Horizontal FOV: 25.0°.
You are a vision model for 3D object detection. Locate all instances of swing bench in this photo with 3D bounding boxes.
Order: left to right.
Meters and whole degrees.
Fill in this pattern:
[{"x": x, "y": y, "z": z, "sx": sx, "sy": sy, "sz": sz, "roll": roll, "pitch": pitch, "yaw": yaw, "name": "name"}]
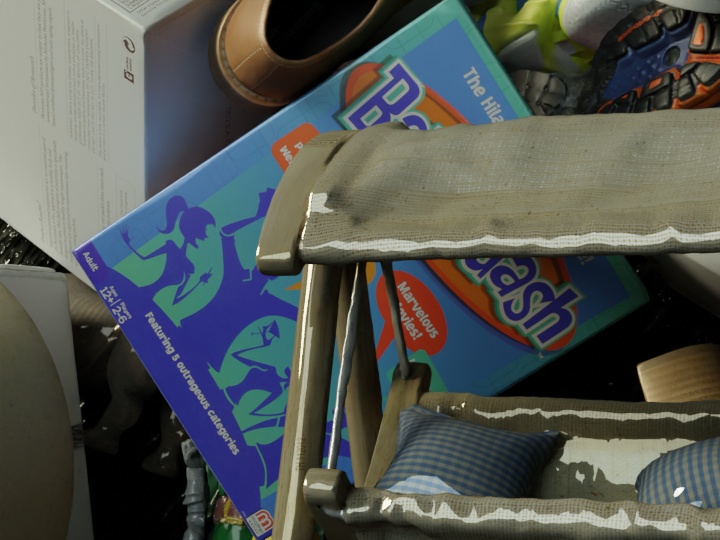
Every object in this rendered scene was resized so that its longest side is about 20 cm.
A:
[{"x": 0.076, "y": 0.036, "z": 0.572, "sx": 0.198, "sy": 0.130, "sz": 0.201, "roll": -2, "pitch": 86, "yaw": 21, "name": "swing bench"}]

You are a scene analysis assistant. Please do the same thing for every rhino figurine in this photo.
[{"x": -0.164, "y": 0.045, "z": 0.891, "sx": 0.199, "sy": 0.060, "sz": 0.088, "roll": 15, "pitch": 78, "yaw": 36, "name": "rhino figurine"}]

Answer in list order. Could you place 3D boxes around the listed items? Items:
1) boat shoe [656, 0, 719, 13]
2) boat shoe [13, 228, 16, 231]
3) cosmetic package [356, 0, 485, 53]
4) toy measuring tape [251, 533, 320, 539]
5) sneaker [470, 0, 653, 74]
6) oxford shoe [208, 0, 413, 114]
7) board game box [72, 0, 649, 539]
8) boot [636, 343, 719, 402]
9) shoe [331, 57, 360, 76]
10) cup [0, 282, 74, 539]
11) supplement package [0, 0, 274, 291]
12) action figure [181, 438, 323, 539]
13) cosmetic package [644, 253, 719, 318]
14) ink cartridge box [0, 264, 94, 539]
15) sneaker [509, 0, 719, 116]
[{"x": 0.185, "y": -0.170, "z": 0.720, "sx": 0.074, "sy": 0.061, "sz": 0.200, "roll": 27, "pitch": 37, "yaw": 30, "name": "boat shoe"}, {"x": -0.181, "y": -0.046, "z": 0.961, "sx": 0.091, "sy": 0.071, "sz": 0.200, "roll": -47, "pitch": 45, "yaw": 13, "name": "boat shoe"}, {"x": -0.007, "y": -0.176, "z": 0.871, "sx": 0.200, "sy": 0.071, "sz": 0.102, "roll": -13, "pitch": 52, "yaw": 51, "name": "cosmetic package"}, {"x": -0.002, "y": 0.195, "z": 0.697, "sx": 0.073, "sy": 0.074, "sz": 0.201, "roll": -30, "pitch": 61, "yaw": 15, "name": "toy measuring tape"}, {"x": 0.104, "y": -0.143, "z": 0.817, "sx": 0.199, "sy": 0.076, "sz": 0.105, "roll": -19, "pitch": 54, "yaw": 25, "name": "sneaker"}, {"x": 0.017, "y": -0.150, "z": 0.699, "sx": 0.200, "sy": 0.071, "sz": 0.071, "roll": -54, "pitch": 11, "yaw": -15, "name": "oxford shoe"}, {"x": 0.000, "y": 0.000, "z": 0.699, "sx": 0.200, "sy": 0.045, "sz": 0.152, "roll": -33, "pitch": 91, "yaw": 9, "name": "board game box"}, {"x": 0.089, "y": 0.129, "z": 0.670, "sx": 0.201, "sy": 0.071, "sz": 0.145, "roll": -26, "pitch": 57, "yaw": 24, "name": "boot"}, {"x": -0.020, "y": -0.029, "z": 0.777, "sx": 0.200, "sy": 0.071, "sz": 0.091, "roll": -34, "pitch": 38, "yaw": 13, "name": "shoe"}, {"x": -0.248, "y": 0.090, "z": 0.710, "sx": 0.199, "sy": 0.143, "sz": 0.201, "roll": -1, "pitch": 89, "yaw": 32, "name": "cup"}, {"x": -0.128, "y": -0.122, "z": 0.822, "sx": 0.200, "sy": 0.192, "sz": 0.147, "roll": 35, "pitch": 51, "yaw": 23, "name": "supplement package"}, {"x": -0.049, "y": 0.097, "z": 0.793, "sx": 0.118, "sy": 0.055, "sz": 0.201, "roll": -1, "pitch": 67, "yaw": 30, "name": "action figure"}, {"x": 0.195, "y": 0.015, "z": 0.657, "sx": 0.051, "sy": 0.083, "sz": 0.200, "roll": -51, "pitch": 48, "yaw": -4, "name": "cosmetic package"}, {"x": -0.216, "y": 0.106, "z": 0.823, "sx": 0.145, "sy": 0.085, "sz": 0.201, "roll": -12, "pitch": 80, "yaw": 31, "name": "ink cartridge box"}, {"x": 0.114, "y": -0.060, "z": 0.766, "sx": 0.200, "sy": 0.078, "sz": 0.076, "roll": -19, "pitch": 57, "yaw": 45, "name": "sneaker"}]
